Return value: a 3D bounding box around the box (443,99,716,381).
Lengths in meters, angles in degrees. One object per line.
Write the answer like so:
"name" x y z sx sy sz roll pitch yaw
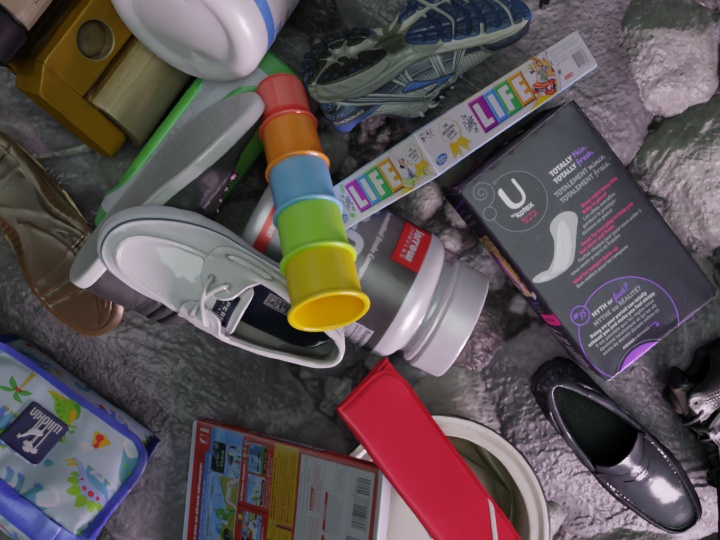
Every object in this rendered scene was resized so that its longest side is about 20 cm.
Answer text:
"box" 0.181 -0.026 0.801 0.122 0.106 0.201 -38 95 1

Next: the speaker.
"speaker" -0.135 -0.099 0.793 0.088 0.088 0.201 38 92 -4

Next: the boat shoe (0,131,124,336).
"boat shoe" -0.266 -0.037 0.802 0.074 0.066 0.201 -29 108 -1

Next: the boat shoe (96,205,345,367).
"boat shoe" -0.096 0.015 0.687 0.199 0.065 0.074 20 110 -20

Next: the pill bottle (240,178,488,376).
"pill bottle" 0.000 0.000 0.791 0.199 0.114 0.115 28 93 -4

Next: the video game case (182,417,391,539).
"video game case" -0.068 0.215 0.800 0.198 0.017 0.145 8 95 30

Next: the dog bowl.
"dog bowl" 0.061 0.219 0.831 0.198 0.074 0.202 0 93 -2

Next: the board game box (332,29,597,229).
"board game box" 0.077 -0.109 0.733 0.200 0.134 0.034 -36 95 -34

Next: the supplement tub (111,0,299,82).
"supplement tub" -0.092 -0.259 0.726 0.131 0.132 0.201 31 66 -4

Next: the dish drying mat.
"dish drying mat" 0.061 0.168 0.759 0.018 0.077 0.201 -32 97 44

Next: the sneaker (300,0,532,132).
"sneaker" 0.050 -0.177 0.802 0.198 0.085 0.077 -19 52 0

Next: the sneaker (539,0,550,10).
"sneaker" 0.120 -0.283 0.795 0.198 0.078 0.141 -21 94 0

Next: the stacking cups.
"stacking cups" -0.040 -0.056 0.703 0.060 0.061 0.202 -11 61 -1

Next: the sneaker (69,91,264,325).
"sneaker" -0.125 -0.042 0.734 0.200 0.071 0.099 -47 122 5

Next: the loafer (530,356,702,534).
"loafer" 0.227 0.162 0.832 0.068 0.070 0.201 -43 95 11

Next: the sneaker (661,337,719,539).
"sneaker" 0.318 0.154 0.838 0.113 0.076 0.202 8 91 -1

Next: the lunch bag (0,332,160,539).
"lunch bag" -0.264 0.144 0.748 0.169 0.200 0.128 36 92 -4

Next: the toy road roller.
"toy road roller" -0.250 -0.199 0.774 0.200 0.145 0.123 43 76 -40
